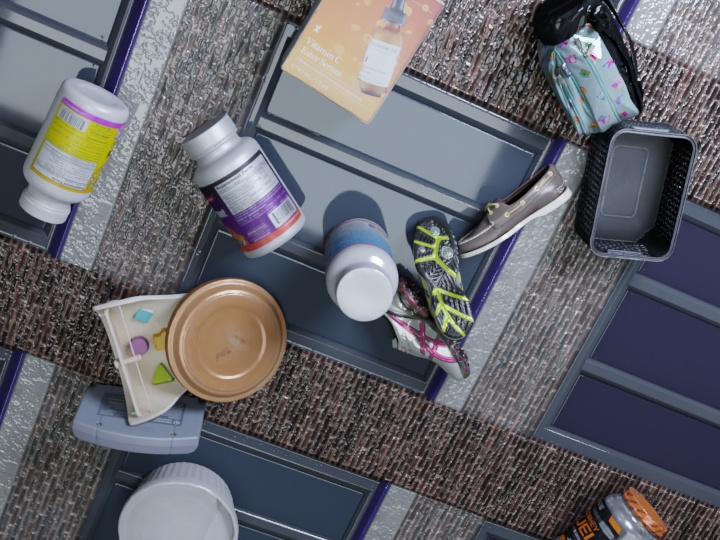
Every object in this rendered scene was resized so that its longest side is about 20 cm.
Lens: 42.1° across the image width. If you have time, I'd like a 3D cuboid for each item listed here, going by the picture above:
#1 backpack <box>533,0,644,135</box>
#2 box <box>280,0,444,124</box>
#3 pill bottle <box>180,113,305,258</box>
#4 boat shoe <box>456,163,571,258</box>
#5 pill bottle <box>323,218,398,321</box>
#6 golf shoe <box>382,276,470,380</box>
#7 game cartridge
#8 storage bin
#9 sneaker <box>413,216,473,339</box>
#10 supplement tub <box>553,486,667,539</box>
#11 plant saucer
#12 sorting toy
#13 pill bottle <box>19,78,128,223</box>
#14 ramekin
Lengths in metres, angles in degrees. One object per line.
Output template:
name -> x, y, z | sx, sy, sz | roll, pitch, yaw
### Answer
backpack -> 0.330, -0.300, 1.358 | 0.126, 0.167, 0.201 | -21, 115, 25
box -> 0.000, -0.340, 1.336 | 0.152, 0.106, 0.201 | 30, 106, -13
pill bottle -> -0.179, -0.128, 1.401 | 0.111, 0.112, 0.201 | -30, 109, 8
boat shoe -> 0.231, -0.091, 1.463 | 0.199, 0.072, 0.060 | -32, 103, 4
pill bottle -> 0.000, 0.000, 1.412 | 0.108, 0.200, 0.109 | -1, 110, -3
golf shoe -> 0.100, 0.107, 1.530 | 0.092, 0.073, 0.200 | -38, 99, 15
game cartridge -> -0.357, 0.242, 1.516 | 0.199, 0.133, 0.041 | 9, 111, -6
storage bin -> 0.422, -0.126, 1.448 | 0.134, 0.094, 0.201 | 5, 111, -5
sneaker -> 0.122, 0.014, 1.473 | 0.075, 0.076, 0.201 | -8, 77, -6
supplement tub -> 0.435, 0.484, 1.659 | 0.200, 0.123, 0.122 | -44, 107, 11
plant saucer -> -0.210, 0.112, 1.489 | 0.199, 0.032, 0.202 | -4, 101, -25
sorting toy -> -0.309, 0.116, 1.497 | 0.179, 0.107, 0.201 | -15, 105, -8
pill bottle -> -0.427, -0.172, 1.375 | 0.104, 0.104, 0.201 | 28, 107, -13
ramekin -> -0.307, 0.423, 1.607 | 0.201, 0.094, 0.204 | -1, 110, -3
